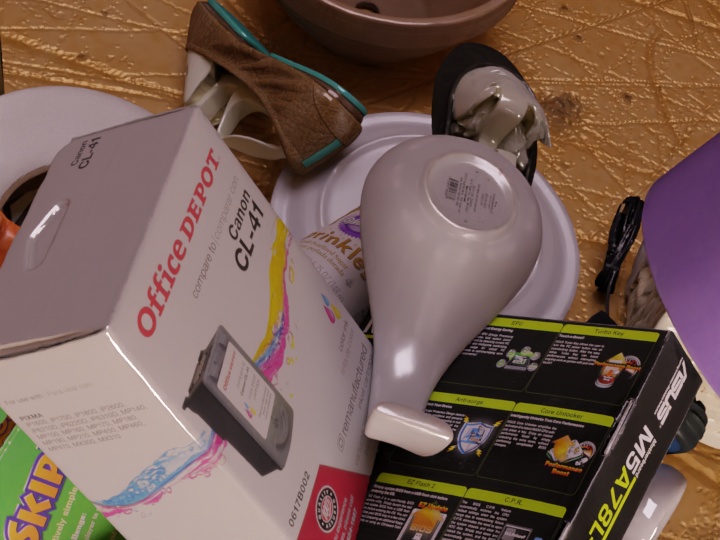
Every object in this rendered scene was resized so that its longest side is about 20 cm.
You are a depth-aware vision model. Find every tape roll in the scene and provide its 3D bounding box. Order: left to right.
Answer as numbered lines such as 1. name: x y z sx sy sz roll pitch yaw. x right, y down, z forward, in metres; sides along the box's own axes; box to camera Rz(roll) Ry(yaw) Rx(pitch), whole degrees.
1. tape roll: -0.159 -0.004 0.969 0.203 0.037 0.203 10 68 -26
2. tape roll: 0.241 0.010 0.882 0.200 0.085 0.200 32 36 -27

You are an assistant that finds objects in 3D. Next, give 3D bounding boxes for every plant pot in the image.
1. plant pot: 0.013 -0.211 1.217 0.201 0.093 0.201 6 51 -8

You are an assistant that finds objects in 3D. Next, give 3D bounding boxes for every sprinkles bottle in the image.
1. sprinkles bottle: 0.000 0.000 0.995 0.068 0.068 0.200 42 53 20

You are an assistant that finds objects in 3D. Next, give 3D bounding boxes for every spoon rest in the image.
1. spoon rest: 0.036 0.010 0.874 0.099 0.061 0.200 22 51 -6

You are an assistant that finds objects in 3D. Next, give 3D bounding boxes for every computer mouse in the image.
1. computer mouse: 0.143 0.025 1.082 0.034 0.059 0.200 21 48 1

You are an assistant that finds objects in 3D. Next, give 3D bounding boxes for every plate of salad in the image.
1. plate of salad: 0.040 -0.017 1.096 0.200 0.048 0.200 7 55 -9

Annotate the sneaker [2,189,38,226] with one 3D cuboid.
1. sneaker: -0.208 0.008 0.999 0.098 0.071 0.201 14 49 0

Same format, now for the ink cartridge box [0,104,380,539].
1. ink cartridge box: -0.075 0.047 0.813 0.086 0.200 0.148 -12 42 28

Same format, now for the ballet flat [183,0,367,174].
1. ballet flat: -0.072 -0.116 1.128 0.072 0.068 0.200 -49 46 -1

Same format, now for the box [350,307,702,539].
1. box: 0.041 0.106 0.860 0.200 0.048 0.193 3 49 43

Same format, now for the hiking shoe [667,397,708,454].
1. hiking shoe: 0.090 0.099 0.931 0.200 0.074 0.087 -7 49 35

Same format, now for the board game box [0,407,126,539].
1. board game box: -0.123 0.115 0.853 0.030 0.200 0.096 20 73 41

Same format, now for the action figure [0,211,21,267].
1. action figure: -0.153 0.055 0.862 0.193 0.105 0.200 20 68 -38

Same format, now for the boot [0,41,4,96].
1. boot: -0.317 -0.104 1.020 0.200 0.175 0.066 -7 88 -22

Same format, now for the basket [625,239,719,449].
1. basket: 0.262 0.040 1.053 0.200 0.136 0.123 21 54 3

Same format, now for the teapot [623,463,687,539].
1. teapot: 0.090 0.204 0.869 0.197 0.146 0.200 -1 52 -15

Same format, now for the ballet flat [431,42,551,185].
1. ballet flat: 0.075 -0.060 0.979 0.068 0.068 0.200 18 57 -16
